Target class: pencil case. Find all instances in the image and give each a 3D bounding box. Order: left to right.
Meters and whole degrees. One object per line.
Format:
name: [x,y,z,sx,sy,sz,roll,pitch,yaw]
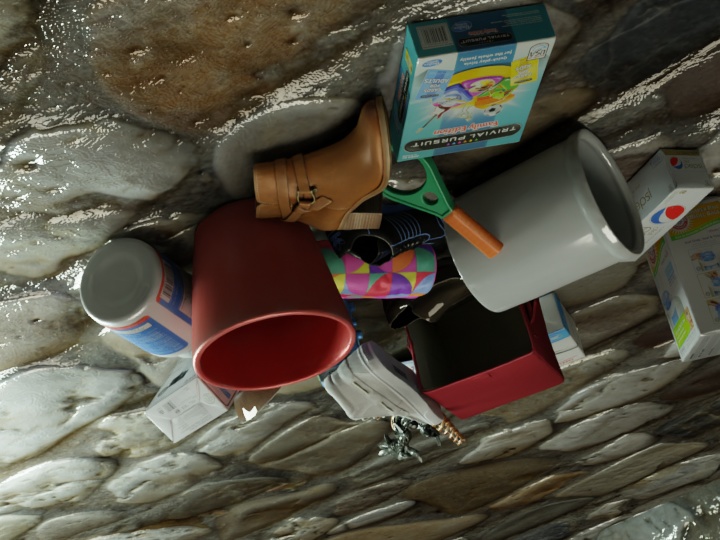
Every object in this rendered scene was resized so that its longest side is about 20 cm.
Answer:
pencil case: [0.000,0.000,1.751,0.198,0.089,0.089,-3,153,-23]

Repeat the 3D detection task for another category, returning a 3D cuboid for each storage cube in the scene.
storage cube: [0.178,0.095,1.944,0.199,0.172,0.180,-22,155,15]

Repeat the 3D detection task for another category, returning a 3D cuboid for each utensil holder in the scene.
utensil holder: [0.227,-0.058,1.668,0.199,0.171,0.170,-25,153,27]

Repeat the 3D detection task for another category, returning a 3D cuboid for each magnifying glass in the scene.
magnifying glass: [0.089,-0.084,1.576,0.200,0.022,0.079,40,130,-15]

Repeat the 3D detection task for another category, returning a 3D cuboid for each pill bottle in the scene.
pill bottle: [-0.254,0.044,1.664,0.111,0.113,0.200,-21,154,12]

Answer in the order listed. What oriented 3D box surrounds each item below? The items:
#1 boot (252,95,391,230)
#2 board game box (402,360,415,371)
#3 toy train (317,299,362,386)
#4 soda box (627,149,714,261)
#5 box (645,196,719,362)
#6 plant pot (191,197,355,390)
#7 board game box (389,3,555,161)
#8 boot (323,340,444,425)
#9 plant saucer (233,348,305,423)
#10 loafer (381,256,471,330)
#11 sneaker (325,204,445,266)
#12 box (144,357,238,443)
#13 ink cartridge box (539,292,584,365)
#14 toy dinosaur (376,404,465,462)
boot: [-0.045,-0.117,1.507,0.153,0.074,0.201,4,136,-5]
board game box: [0.110,0.177,2.136,0.198,0.062,0.200,-2,171,-27]
toy train: [-0.037,0.114,1.927,0.086,0.115,0.200,-14,155,0]
soda box: [0.391,-0.086,1.820,0.068,0.064,0.200,-2,153,-26]
box: [0.489,0.012,1.914,0.100,0.202,0.113,-12,157,-5]
plant pot: [-0.119,0.024,1.612,0.199,0.179,0.201,-12,151,-7]
board game box: [0.116,-0.199,1.449,0.150,0.047,0.200,-10,154,-10]
boot: [0.030,0.177,1.871,0.095,0.074,0.200,-37,130,13]
plant saucer: [-0.108,0.112,1.763,0.034,0.201,0.200,37,136,-8]
loafer: [0.107,0.037,1.828,0.073,0.072,0.199,18,153,-34]
sneaker: [0.038,-0.042,1.691,0.199,0.078,0.070,5,149,-36]
box: [-0.196,0.127,1.782,0.116,0.200,0.060,-34,107,32]
ink cartridge box: [0.294,0.115,2.172,0.115,0.067,0.200,-22,154,13]
toy dinosaur: [0.070,0.210,1.988,0.101,0.200,0.137,-18,129,-17]
